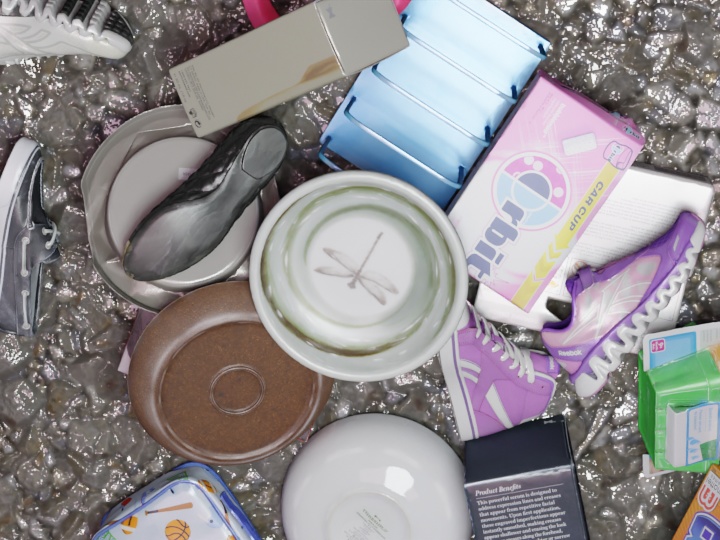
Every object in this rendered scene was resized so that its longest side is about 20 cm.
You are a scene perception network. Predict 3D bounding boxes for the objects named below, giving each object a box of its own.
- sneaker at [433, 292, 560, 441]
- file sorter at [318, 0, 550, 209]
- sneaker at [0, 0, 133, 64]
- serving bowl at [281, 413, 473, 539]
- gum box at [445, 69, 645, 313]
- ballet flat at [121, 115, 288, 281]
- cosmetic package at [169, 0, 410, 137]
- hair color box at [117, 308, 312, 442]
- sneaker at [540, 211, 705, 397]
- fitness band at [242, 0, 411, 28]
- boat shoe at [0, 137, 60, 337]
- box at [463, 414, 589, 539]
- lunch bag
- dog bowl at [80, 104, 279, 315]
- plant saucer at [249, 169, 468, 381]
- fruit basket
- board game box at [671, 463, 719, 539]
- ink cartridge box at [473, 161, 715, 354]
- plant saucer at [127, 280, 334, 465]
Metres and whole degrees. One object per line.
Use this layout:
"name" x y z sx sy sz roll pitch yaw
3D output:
"sneaker" 0.130 0.074 1.691 0.113 0.073 0.201 -13 135 6
"file sorter" 0.066 -0.158 1.637 0.138 0.123 0.201 32 104 -3
"sneaker" -0.312 -0.231 1.680 0.199 0.075 0.082 16 118 3
"serving bowl" 0.013 0.247 1.759 0.198 0.066 0.202 2 105 9
"gum box" 0.163 -0.078 1.632 0.113 0.066 0.201 33 103 -2
"ballet flat" -0.142 -0.063 1.638 0.200 0.057 0.067 -44 109 -3
"cosmetic package" -0.065 -0.190 1.583 0.199 0.105 0.071 -16 100 44
"hair color box" -0.127 0.082 1.739 0.199 0.061 0.102 20 104 0
"sneaker" 0.240 0.019 1.647 0.088 0.080 0.201 39 102 6
"fitness band" -0.033 -0.276 1.613 0.199 0.037 0.144 -20 97 39
"boat shoe" -0.324 -0.029 1.722 0.067 0.072 0.201 14 107 3
"box" 0.170 0.264 1.716 0.106 0.148 0.201 -10 102 7
"lunch bag" -0.164 0.304 1.789 0.160 0.076 0.201 -33 98 9
"dog bowl" -0.168 -0.053 1.680 0.198 0.059 0.202 1 82 -5
"plant saucer" 0.000 0.000 1.605 0.198 0.050 0.202 2 111 6
"fruit basket" 0.365 0.119 1.677 0.198 0.094 0.186 -6 130 0
"board game box" 0.408 0.334 1.656 0.199 0.200 0.201 18 106 -28
"ink cartridge box" 0.220 -0.023 1.697 0.199 0.045 0.177 13 104 1
"plant saucer" -0.118 0.106 1.662 0.199 0.035 0.202 -6 119 -10
